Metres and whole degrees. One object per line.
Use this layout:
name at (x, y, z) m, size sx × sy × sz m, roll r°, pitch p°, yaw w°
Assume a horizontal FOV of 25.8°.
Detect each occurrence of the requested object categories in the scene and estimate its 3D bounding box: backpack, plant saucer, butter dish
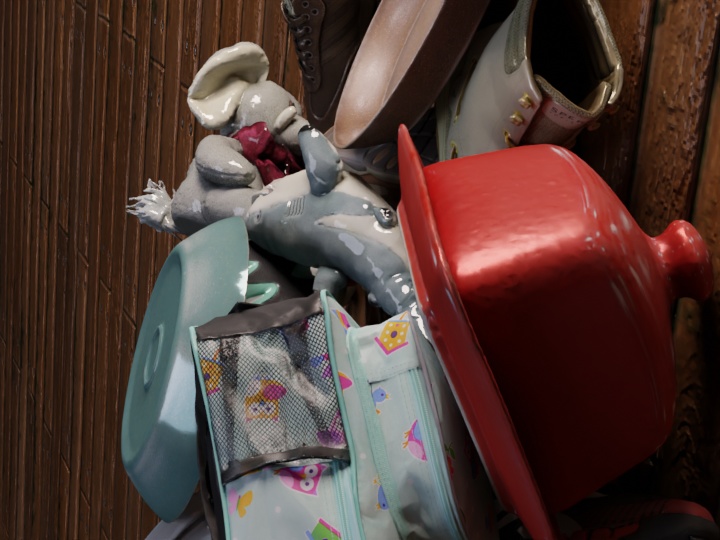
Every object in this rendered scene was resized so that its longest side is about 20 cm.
backpack at (-0.005, 0.128, 0.848) m, size 0.176 × 0.152 × 0.202 m, roll 58°, pitch -153°, yaw -62°
plant saucer at (0.043, -0.162, 1.008) m, size 0.201 × 0.034 × 0.201 m, roll -60°, pitch 13°, yaw 24°
plant saucer at (-0.118, 0.059, 1.007) m, size 0.200 × 0.036 × 0.202 m, roll -166°, pitch 90°, yaw -75°
butter dish at (0.112, 0.017, 0.821) m, size 0.200 × 0.147 × 0.200 m, roll -99°, pitch -14°, yaw -64°

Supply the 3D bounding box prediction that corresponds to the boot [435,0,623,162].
boot at (0.098, -0.063, 0.920) m, size 0.155 × 0.071 × 0.202 m, roll 146°, pitch 123°, yaw -68°

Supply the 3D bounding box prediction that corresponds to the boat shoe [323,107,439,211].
boat shoe at (0.037, -0.066, 1.091) m, size 0.072 × 0.076 × 0.200 m, roll 59°, pitch 164°, yaw -22°

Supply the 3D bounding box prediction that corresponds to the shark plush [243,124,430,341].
shark plush at (0.000, 0.000, 0.997) m, size 0.200 × 0.083 × 0.091 m, roll 48°, pitch -179°, yaw 31°

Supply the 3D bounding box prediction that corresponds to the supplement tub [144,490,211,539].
supplement tub at (-0.050, 0.246, 1.024) m, size 0.200 × 0.140 × 0.141 m, roll 36°, pitch 131°, yaw 25°

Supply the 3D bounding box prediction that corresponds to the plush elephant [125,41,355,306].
plush elephant at (-0.075, -0.084, 1.261) m, size 0.199 × 0.165 × 0.156 m, roll 17°, pitch 70°, yaw 31°

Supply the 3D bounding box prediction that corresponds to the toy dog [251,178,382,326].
toy dog at (-0.041, 0.035, 1.131) m, size 0.200 × 0.131 × 0.097 m, roll 116°, pitch 173°, yaw -57°

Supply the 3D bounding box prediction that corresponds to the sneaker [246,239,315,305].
sneaker at (-0.054, 0.088, 1.046) m, size 0.201 × 0.077 × 0.140 m, roll 56°, pitch 135°, yaw 31°

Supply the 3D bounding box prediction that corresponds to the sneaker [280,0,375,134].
sneaker at (-0.031, -0.191, 1.146) m, size 0.071 × 0.075 × 0.201 m, roll -127°, pitch 41°, yaw -52°

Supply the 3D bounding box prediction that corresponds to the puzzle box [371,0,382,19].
puzzle box at (0.016, -0.270, 1.157) m, size 0.134 × 0.025 × 0.201 m, roll -115°, pitch 32°, yaw -41°

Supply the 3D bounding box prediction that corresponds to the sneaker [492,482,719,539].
sneaker at (0.121, 0.141, 0.887) m, size 0.200 × 0.071 × 0.099 m, roll -23°, pitch 46°, yaw 50°
